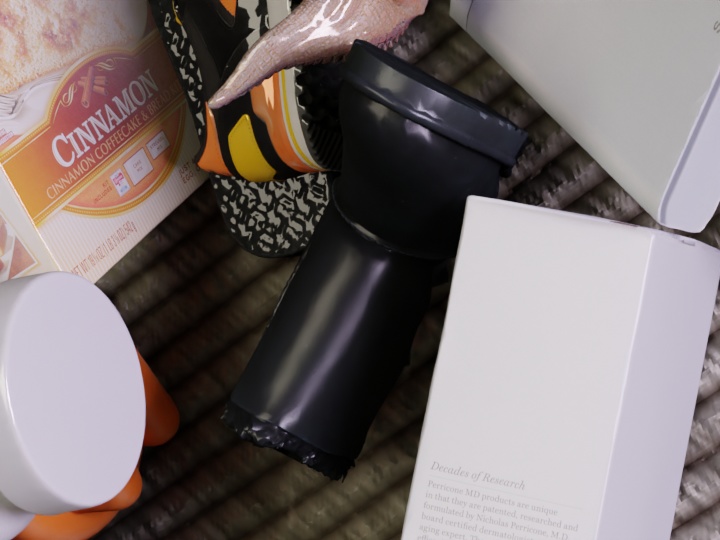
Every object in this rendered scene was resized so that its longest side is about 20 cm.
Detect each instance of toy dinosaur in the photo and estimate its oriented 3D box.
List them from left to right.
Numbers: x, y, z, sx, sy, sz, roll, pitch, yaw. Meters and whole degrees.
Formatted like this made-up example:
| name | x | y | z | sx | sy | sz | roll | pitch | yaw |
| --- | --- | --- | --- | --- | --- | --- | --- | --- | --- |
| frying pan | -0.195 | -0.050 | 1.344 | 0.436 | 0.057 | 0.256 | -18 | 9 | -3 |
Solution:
| name | x | y | z | sx | sy | sz | roll | pitch | yaw |
| --- | --- | --- | --- | --- | --- | --- | --- | --- | --- |
| toy dinosaur | 0.005 | -0.144 | 1.193 | 0.085 | 0.135 | 0.201 | 0 | 68 | 35 |

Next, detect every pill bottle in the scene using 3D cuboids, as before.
| name | x | y | z | sx | sy | sz | roll | pitch | yaw |
| --- | --- | --- | --- | --- | --- | --- | --- | --- | --- |
| pill bottle | -0.195 | 0.064 | 1.229 | 0.199 | 0.116 | 0.117 | -12 | 76 | 29 |

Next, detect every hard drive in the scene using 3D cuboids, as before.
| name | x | y | z | sx | sy | sz | roll | pitch | yaw |
| --- | --- | --- | --- | --- | --- | --- | --- | --- | --- |
| hard drive | 0.104 | -0.118 | 1.168 | 0.200 | 0.027 | 0.133 | 51 | 124 | 54 |

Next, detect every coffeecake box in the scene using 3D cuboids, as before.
| name | x | y | z | sx | sy | sz | roll | pitch | yaw |
| --- | --- | --- | --- | --- | --- | --- | --- | --- | --- |
| coffeecake box | -0.158 | -0.097 | 1.290 | 0.073 | 0.154 | 0.201 | -20 | 106 | 34 |

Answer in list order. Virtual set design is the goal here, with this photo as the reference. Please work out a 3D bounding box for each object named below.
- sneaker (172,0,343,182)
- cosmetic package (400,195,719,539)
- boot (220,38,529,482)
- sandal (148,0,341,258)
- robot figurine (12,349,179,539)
| name | x | y | z | sx | sy | sz | roll | pitch | yaw |
| --- | --- | --- | --- | --- | --- | --- | --- | --- | --- |
| sneaker | -0.047 | -0.136 | 1.261 | 0.090 | 0.070 | 0.202 | -9 | 83 | 37 |
| cosmetic package | 0.074 | 0.078 | 1.152 | 0.081 | 0.113 | 0.201 | 9 | 88 | 20 |
| boot | -0.001 | 0.000 | 1.187 | 0.073 | 0.198 | 0.163 | 31 | 93 | 9 |
| sandal | -0.050 | -0.105 | 1.327 | 0.075 | 0.048 | 0.202 | -11 | 90 | 23 |
| robot figurine | -0.179 | 0.070 | 1.357 | 0.199 | 0.116 | 0.145 | -4 | 81 | 38 |
